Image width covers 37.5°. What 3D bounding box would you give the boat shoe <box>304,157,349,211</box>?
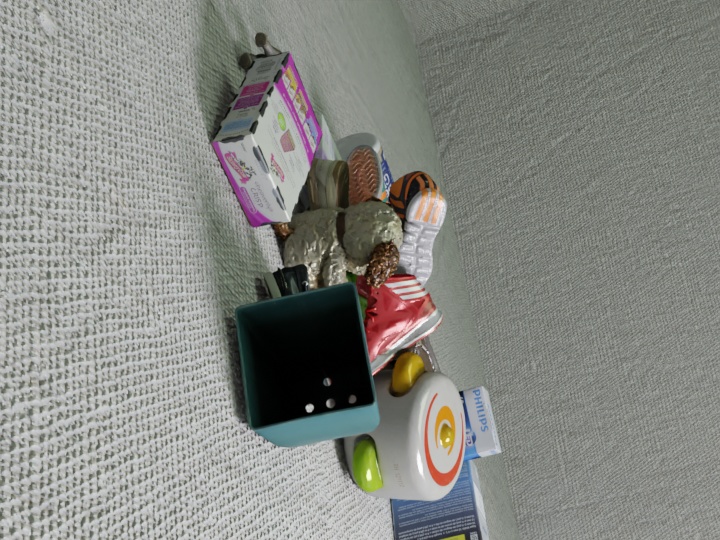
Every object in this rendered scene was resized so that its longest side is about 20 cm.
[{"bbox_3d":[-0.055,-0.085,1.641,0.073,0.064,0.203,-62,159,-47],"label":"boat shoe"}]

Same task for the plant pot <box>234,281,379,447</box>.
[{"bbox_3d":[-0.050,0.128,1.237,0.201,0.139,0.144,72,7,-67],"label":"plant pot"}]

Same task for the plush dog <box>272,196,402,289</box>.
[{"bbox_3d":[-0.022,-0.042,1.485,0.202,0.169,0.162,-92,162,-46],"label":"plush dog"}]

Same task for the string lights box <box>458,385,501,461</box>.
[{"bbox_3d":[0.117,0.262,1.699,0.059,0.197,0.105,45,32,-67],"label":"string lights box"}]

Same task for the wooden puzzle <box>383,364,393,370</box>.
[{"bbox_3d":[0.005,0.117,1.640,0.199,0.037,0.188,-21,96,-55],"label":"wooden puzzle"}]

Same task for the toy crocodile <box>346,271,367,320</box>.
[{"bbox_3d":[0.000,0.000,1.593,0.067,0.061,0.203,36,49,-34],"label":"toy crocodile"}]

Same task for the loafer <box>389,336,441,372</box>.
[{"bbox_3d":[0.066,0.112,1.630,0.071,0.072,0.202,-42,111,-49],"label":"loafer"}]

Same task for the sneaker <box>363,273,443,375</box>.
[{"bbox_3d":[0.012,0.077,1.525,0.117,0.199,0.078,57,-12,-11],"label":"sneaker"}]

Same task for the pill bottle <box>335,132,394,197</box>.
[{"bbox_3d":[0.013,-0.139,1.939,0.112,0.109,0.202,-88,160,-56],"label":"pill bottle"}]

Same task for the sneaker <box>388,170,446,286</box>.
[{"bbox_3d":[0.069,-0.054,1.573,0.113,0.076,0.202,-109,-142,-57],"label":"sneaker"}]

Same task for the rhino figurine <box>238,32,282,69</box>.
[{"bbox_3d":[-0.123,-0.234,1.535,0.087,0.059,0.204,18,59,-73],"label":"rhino figurine"}]

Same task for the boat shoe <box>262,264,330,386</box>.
[{"bbox_3d":[-0.062,0.079,1.371,0.075,0.065,0.202,-132,-161,-68],"label":"boat shoe"}]

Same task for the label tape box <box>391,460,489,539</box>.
[{"bbox_3d":[0.128,0.410,1.702,0.066,0.141,0.203,60,18,-48],"label":"label tape box"}]

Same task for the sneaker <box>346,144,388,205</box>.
[{"bbox_3d":[0.014,-0.099,1.730,0.080,0.070,0.204,22,63,-75],"label":"sneaker"}]

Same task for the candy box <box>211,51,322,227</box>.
[{"bbox_3d":[-0.117,-0.173,1.387,0.202,0.060,0.138,-74,149,-48],"label":"candy box"}]

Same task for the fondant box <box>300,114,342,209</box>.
[{"bbox_3d":[-0.053,-0.130,1.742,0.146,0.057,0.201,-92,162,-46],"label":"fondant box"}]

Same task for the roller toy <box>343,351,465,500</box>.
[{"bbox_3d":[0.073,0.236,1.546,0.182,0.138,0.203,42,52,-52],"label":"roller toy"}]
